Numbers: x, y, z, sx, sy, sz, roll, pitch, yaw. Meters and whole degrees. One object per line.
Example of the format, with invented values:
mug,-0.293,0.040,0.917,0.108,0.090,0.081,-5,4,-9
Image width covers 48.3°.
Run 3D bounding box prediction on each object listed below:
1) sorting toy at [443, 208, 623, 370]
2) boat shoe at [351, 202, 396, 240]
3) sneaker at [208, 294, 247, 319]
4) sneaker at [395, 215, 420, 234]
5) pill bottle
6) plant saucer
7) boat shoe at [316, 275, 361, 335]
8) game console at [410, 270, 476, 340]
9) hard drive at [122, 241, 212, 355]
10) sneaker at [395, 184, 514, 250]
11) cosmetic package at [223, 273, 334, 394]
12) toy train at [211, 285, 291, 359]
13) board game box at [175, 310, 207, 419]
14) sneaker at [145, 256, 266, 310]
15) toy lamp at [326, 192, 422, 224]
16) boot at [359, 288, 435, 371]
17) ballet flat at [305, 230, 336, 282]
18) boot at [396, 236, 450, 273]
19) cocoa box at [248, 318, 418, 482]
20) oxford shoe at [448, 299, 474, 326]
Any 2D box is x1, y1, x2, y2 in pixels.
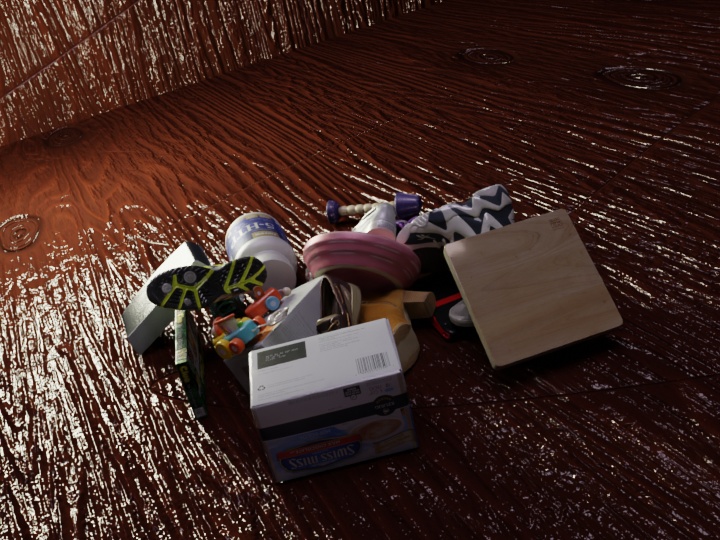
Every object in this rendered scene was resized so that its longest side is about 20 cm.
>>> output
sorting toy,0.246,0.034,1.183,0.198,0.070,0.200,-17,65,-10
boat shoe,0.008,-0.050,1.388,0.071,0.200,0.069,17,58,-9
sneaker,-0.241,0.058,1.402,0.077,0.092,0.200,-34,31,-6
sneaker,0.084,-0.060,1.490,0.080,0.089,0.200,1,30,27
pill bottle,-0.182,-0.020,1.499,0.119,0.121,0.200,-18,28,-9
plant saucer,0.000,0.000,1.337,0.199,0.201,0.051,0,65,23
boat shoe,-0.040,0.094,1.216,0.072,0.072,0.201,-30,43,36
game console,0.196,0.038,1.332,0.198,0.031,0.177,-20,34,-11
hard drive,-0.351,0.042,1.440,0.200,0.042,0.135,-48,31,3
sneaker,0.163,-0.040,1.289,0.198,0.131,0.079,-22,-11,7
cosmetic package,-0.113,0.098,1.268,0.101,0.072,0.200,-26,15,39
toy train,-0.174,0.067,1.243,0.150,0.056,0.200,-39,9,-5
board game box,-0.269,0.135,1.270,0.023,0.106,0.200,-14,28,-6
sneaker,-0.255,0.029,1.325,0.198,0.076,0.076,-8,-10,-27
toy lamp,0.029,-0.129,1.673,0.198,0.059,0.058,-6,29,19
boot,0.025,0.099,1.262,0.143,0.071,0.201,-7,30,32
ballet flat,-0.067,-0.004,1.493,0.064,0.076,0.200,-35,13,28
boot,0.151,-0.067,1.436,0.180,0.073,0.200,7,33,10
cocoa box,-0.037,0.171,1.072,0.198,0.132,0.134,-14,28,-1
oxford shoe,0.223,0.029,1.257,0.199,0.058,0.075,-24,36,-15
